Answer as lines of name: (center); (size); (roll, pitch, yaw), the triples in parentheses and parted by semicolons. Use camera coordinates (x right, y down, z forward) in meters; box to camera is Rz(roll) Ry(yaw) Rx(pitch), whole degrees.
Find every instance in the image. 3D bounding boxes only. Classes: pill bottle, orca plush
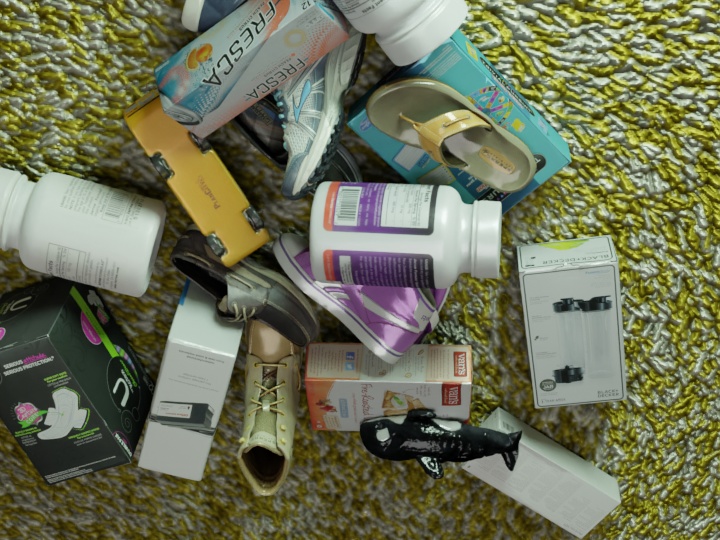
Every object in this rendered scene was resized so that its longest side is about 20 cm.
pill bottle: (0.012, -0.308, 1.197); (0.113, 0.114, 0.200); (-31, 115, 21)
pill bottle: (0.051, -0.037, 1.312); (0.198, 0.112, 0.112); (3, 122, 9)
pill bottle: (-0.329, -0.048, 1.381); (0.199, 0.115, 0.115); (15, 122, -6)
orca plush: (0.098, 0.229, 1.485); (0.199, 0.071, 0.105); (14, 146, -16)

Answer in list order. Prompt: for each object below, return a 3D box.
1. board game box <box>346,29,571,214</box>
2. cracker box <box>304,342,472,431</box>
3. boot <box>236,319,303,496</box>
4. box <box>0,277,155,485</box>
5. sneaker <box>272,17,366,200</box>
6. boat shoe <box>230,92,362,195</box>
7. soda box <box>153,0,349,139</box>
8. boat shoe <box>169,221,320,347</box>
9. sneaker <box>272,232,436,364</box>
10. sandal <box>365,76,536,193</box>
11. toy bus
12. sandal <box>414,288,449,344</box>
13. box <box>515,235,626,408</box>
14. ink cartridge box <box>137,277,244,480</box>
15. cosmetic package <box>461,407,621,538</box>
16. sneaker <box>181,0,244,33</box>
board game box: (0.107, -0.149, 1.328); (0.151, 0.047, 0.200); (-38, 112, 24)
cracker box: (0.035, 0.145, 1.481); (0.198, 0.058, 0.134); (0, 146, 3)
boot: (-0.112, 0.152, 1.466); (0.072, 0.156, 0.201); (3, 122, 2)
box: (-0.358, 0.128, 1.472); (0.124, 0.149, 0.201); (-17, 120, 16)
sneaker: (-0.058, -0.175, 1.291); (0.086, 0.078, 0.201); (18, 92, 6)
boat shoe: (-0.078, -0.136, 1.343); (0.069, 0.057, 0.200); (-39, 112, 24)
soda box: (-0.112, -0.221, 1.239); (0.199, 0.064, 0.068); (-32, 144, 19)
boat shoe: (-0.138, 0.028, 1.405); (0.200, 0.073, 0.075); (38, 147, 7)
sneaker: (0.000, 0.000, 1.402); (0.200, 0.073, 0.114); (39, 109, 3)
sandal: (0.100, -0.137, 1.276); (0.199, 0.054, 0.080); (29, 120, -13)
toy bus: (-0.180, -0.104, 1.344); (0.065, 0.078, 0.201); (-34, 112, -3)
sandal: (0.061, 0.048, 1.450); (0.082, 0.050, 0.204); (10, 124, -2)
box: (0.251, 0.063, 1.442); (0.116, 0.060, 0.201); (-7, 121, 9)
ink cartridge box: (-0.200, 0.128, 1.464); (0.084, 0.145, 0.201); (15, 122, -6)
cosmetic package: (0.232, 0.262, 1.572); (0.199, 0.051, 0.083); (33, 116, -15)
sneaker: (-0.117, -0.323, 1.224); (0.084, 0.075, 0.201); (18, 131, -5)
